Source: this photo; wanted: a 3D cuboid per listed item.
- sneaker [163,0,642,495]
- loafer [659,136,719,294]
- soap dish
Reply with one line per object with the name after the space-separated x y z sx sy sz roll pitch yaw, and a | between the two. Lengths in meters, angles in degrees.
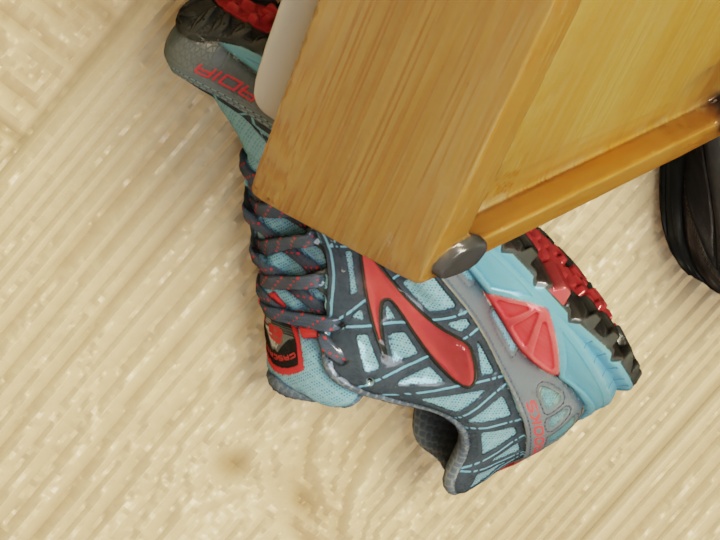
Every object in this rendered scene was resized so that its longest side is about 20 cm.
0.000 0.000 0.891 0.095 0.079 0.200 -43 117 7 | sneaker
0.132 -0.078 0.898 0.072 0.072 0.201 -11 115 -10 | loafer
0.064 -0.091 0.756 0.157 0.081 0.200 -25 157 -29 | soap dish
